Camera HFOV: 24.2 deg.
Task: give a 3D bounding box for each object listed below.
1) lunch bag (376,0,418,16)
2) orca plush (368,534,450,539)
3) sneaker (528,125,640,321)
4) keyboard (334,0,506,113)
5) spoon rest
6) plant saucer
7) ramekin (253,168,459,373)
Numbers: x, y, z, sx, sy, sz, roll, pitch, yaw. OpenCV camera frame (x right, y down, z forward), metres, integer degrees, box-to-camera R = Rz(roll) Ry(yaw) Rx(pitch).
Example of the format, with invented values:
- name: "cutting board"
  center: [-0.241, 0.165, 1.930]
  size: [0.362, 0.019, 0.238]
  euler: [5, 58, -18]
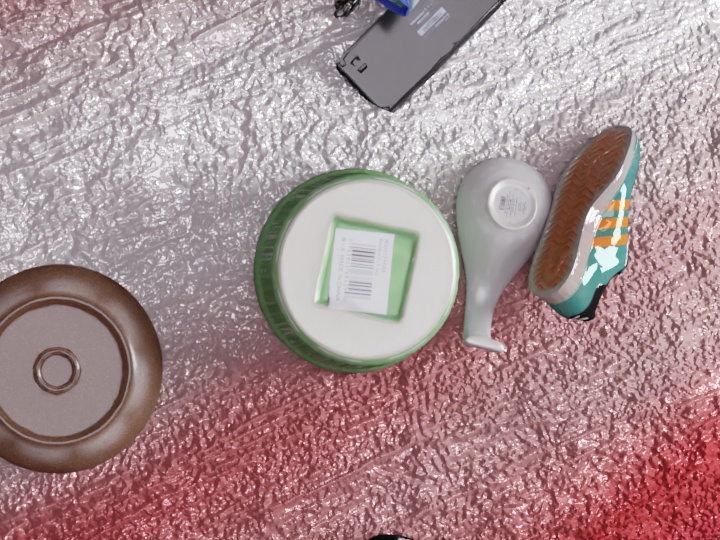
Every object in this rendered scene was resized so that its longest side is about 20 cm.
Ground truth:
- name: "lunch bag"
  center: [0.011, -0.366, 1.597]
  size: [0.200, 0.127, 0.170]
  euler: [35, 83, 24]
- name: "orca plush"
  center: [0.085, 0.333, 1.624]
  size: [0.105, 0.071, 0.200]
  euler: [-35, 94, -6]
- name: "sneaker"
  center: [0.232, -0.044, 1.655]
  size: [0.080, 0.071, 0.201]
  euler: [39, 70, -39]
- name: "keyboard"
  center: [0.052, -0.262, 1.653]
  size: [0.200, 0.021, 0.127]
  euler: [-45, 96, -7]
- name: "spoon rest"
  center: [0.132, -0.015, 1.649]
  size: [0.099, 0.061, 0.201]
  euler: [15, 74, -8]
- name: "plant saucer"
  center: [-0.288, 0.094, 1.598]
  size: [0.199, 0.037, 0.202]
  euler: [0, 89, -8]
- name: "ramekin"
  center: [0.000, 0.000, 1.603]
  size: [0.199, 0.098, 0.201]
  euler: [0, 90, -7]
